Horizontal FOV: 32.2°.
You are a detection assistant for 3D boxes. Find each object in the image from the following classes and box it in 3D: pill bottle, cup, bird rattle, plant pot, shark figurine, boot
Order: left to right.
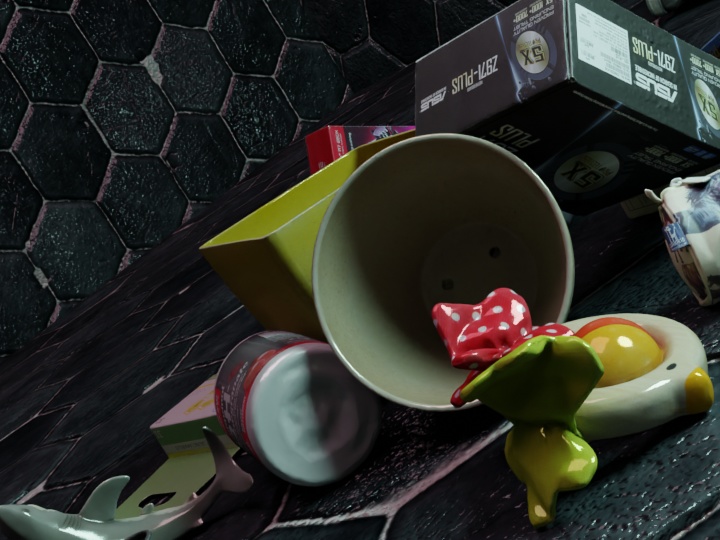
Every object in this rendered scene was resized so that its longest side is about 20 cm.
[{"bbox_3d":[-0.183,0.226,1.041,0.212,0.129,0.090,-16,37,-4],"label":"shark figurine"},{"bbox_3d":[-0.062,0.108,1.049,0.110,0.111,0.200,-35,12,-14],"label":"pill bottle"},{"bbox_3d":[0.000,0.000,1.148,0.199,0.178,0.200,-33,12,-21],"label":"plant pot"},{"bbox_3d":[0.078,0.005,0.973,0.199,0.202,0.143,-29,-12,15],"label":"cup"},{"bbox_3d":[0.134,0.071,0.784,0.161,0.114,0.200,-10,11,3],"label":"bird rattle"},{"bbox_3d":[0.536,-0.453,1.899,0.173,0.070,0.200,-17,23,37],"label":"boot"}]

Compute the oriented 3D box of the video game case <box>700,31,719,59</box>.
[{"bbox_3d":[0.434,-0.268,1.297,0.181,0.046,0.200,-36,-5,-19],"label":"video game case"}]

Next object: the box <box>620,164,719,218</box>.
[{"bbox_3d":[0.301,-0.121,1.067,0.078,0.096,0.199,-40,15,-37],"label":"box"}]

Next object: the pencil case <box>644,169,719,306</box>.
[{"bbox_3d":[0.296,-0.060,0.837,0.199,0.090,0.078,-30,11,11],"label":"pencil case"}]

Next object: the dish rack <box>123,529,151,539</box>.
[{"bbox_3d":[-0.233,0.287,0.916,0.199,0.055,0.154,-31,11,11],"label":"dish rack"}]

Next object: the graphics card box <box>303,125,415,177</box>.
[{"bbox_3d":[0.038,-0.096,1.390,0.198,0.127,0.051,-4,-9,-38],"label":"graphics card box"}]

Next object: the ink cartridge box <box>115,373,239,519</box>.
[{"bbox_3d":[-0.164,0.167,1.243,0.145,0.048,0.200,-18,16,50],"label":"ink cartridge box"}]

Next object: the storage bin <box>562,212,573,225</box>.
[{"bbox_3d":[0.161,-0.100,1.297,0.199,0.145,0.136,-15,48,55],"label":"storage bin"}]

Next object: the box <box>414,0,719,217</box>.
[{"bbox_3d":[0.167,-0.127,0.980,0.198,0.087,0.163,16,-25,-37],"label":"box"}]
